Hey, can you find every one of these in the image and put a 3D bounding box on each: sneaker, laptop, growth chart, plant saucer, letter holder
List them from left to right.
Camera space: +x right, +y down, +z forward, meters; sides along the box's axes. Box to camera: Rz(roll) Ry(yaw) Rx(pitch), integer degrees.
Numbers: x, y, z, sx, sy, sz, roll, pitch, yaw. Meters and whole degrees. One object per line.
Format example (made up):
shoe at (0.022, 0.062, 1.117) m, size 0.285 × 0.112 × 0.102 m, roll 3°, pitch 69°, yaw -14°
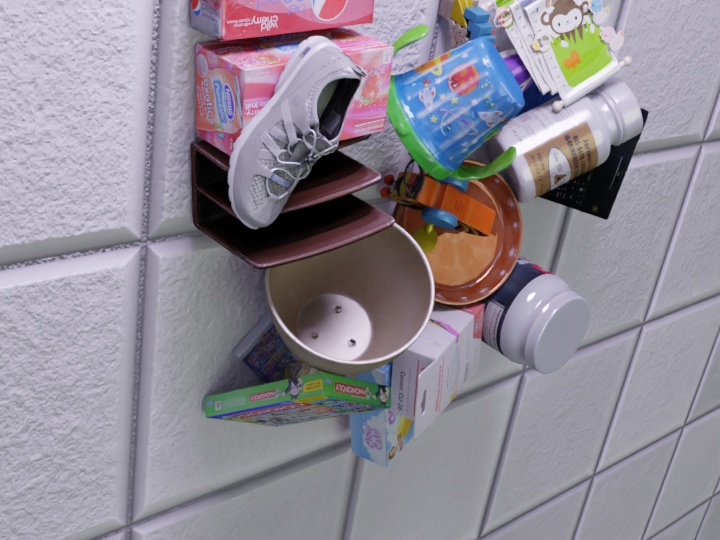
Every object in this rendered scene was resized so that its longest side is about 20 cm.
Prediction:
sneaker at (-0.064, -0.129, 0.893) m, size 0.074 × 0.082 × 0.201 m, roll 15°, pitch 105°, yaw -48°
letter holder at (-0.067, -0.092, 1.015) m, size 0.199 × 0.142 × 0.101 m, roll -20°, pitch 128°, yaw -35°
plant saucer at (0.133, -0.054, 1.268) m, size 0.198 × 0.032 × 0.203 m, roll -2°, pitch 95°, yaw -22°
sneaker at (0.176, -0.218, 1.223) m, size 0.200 × 0.083 × 0.081 m, roll -42°, pitch 138°, yaw -18°
growth chart at (0.264, -0.315, 1.207) m, size 0.144 × 0.018 × 0.200 m, roll -40°, pitch 112°, yaw 3°
laptop at (0.309, -0.179, 1.366) m, size 0.103 × 0.198 × 0.179 m, roll -54°, pitch 163°, yaw -70°

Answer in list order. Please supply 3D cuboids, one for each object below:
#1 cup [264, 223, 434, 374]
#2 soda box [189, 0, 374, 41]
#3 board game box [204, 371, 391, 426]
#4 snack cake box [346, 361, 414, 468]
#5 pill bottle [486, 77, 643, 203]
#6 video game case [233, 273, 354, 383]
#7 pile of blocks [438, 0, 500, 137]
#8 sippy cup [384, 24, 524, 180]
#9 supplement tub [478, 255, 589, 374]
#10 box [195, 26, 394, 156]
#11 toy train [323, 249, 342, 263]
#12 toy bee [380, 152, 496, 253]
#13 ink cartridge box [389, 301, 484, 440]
cup at (-0.022, 0.046, 1.110) m, size 0.200 × 0.201 × 0.144 m, roll -35°, pitch 164°, yaw -24°
soda box at (-0.076, -0.287, 0.941) m, size 0.199 × 0.063 × 0.071 m, roll -19°, pitch 128°, yaw -37°
board game box at (-0.080, 0.165, 1.147) m, size 0.134 × 0.199 × 0.029 m, roll 18°, pitch 63°, yaw -49°
snack cake box at (0.039, 0.174, 1.327) m, size 0.115 × 0.067 × 0.201 m, roll -47°, pitch 145°, yaw -40°
pill bottle at (0.289, -0.188, 1.287) m, size 0.199 × 0.115 × 0.115 m, roll -27°, pitch 135°, yaw -3°
video game case at (-0.072, 0.107, 1.235) m, size 0.143 × 0.018 × 0.200 m, roll -48°, pitch 139°, yaw -10°
pile of blocks at (0.157, -0.268, 1.132) m, size 0.062 × 0.082 × 0.202 m, roll -17°, pitch 97°, yaw -35°
sippy cup at (0.114, -0.196, 1.057) m, size 0.130 × 0.141 × 0.177 m, roll -30°, pitch 154°, yaw 23°
supplement tub at (0.224, 0.051, 1.355) m, size 0.140 × 0.199 × 0.141 m, roll -25°, pitch 131°, yaw -32°
box at (-0.070, -0.194, 0.982) m, size 0.199 × 0.094 × 0.103 m, roll -18°, pitch 128°, yaw -37°
toy train at (0.000, 0.000, 1.224) m, size 0.056 × 0.042 × 0.200 m, roll -42°, pitch 139°, yaw 0°
toy bee at (0.087, -0.104, 1.187) m, size 0.131 × 0.108 × 0.200 m, roll -56°, pitch 133°, yaw -22°
ink cartridge box at (0.098, 0.129, 1.260) m, size 0.200 × 0.067 × 0.117 m, roll -39°, pitch 139°, yaw -49°
